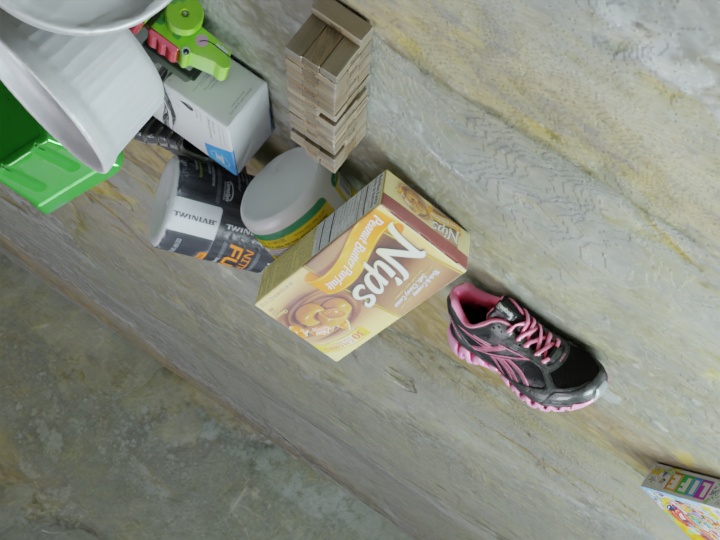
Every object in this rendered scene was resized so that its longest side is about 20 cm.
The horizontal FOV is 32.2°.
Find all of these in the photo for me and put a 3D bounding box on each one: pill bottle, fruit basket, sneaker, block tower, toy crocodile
[{"bbox_3d":[-0.030,-0.027,1.339,0.112,0.113,0.200,17,154,51],"label":"pill bottle"},{"bbox_3d":[-0.330,-0.170,1.397,0.154,0.217,0.216,-25,125,26],"label":"fruit basket"},{"bbox_3d":[0.164,0.072,1.283,0.199,0.079,0.096,25,148,34],"label":"sneaker"},{"bbox_3d":[-0.028,-0.157,1.086,0.054,0.058,0.200,34,162,10],"label":"block tower"},{"bbox_3d":[-0.207,-0.251,1.202,0.199,0.062,0.067,40,164,-7],"label":"toy crocodile"},{"bbox_3d":[-0.130,-0.055,1.409,0.198,0.108,0.106,14,172,-20],"label":"pill bottle"},{"bbox_3d":[-0.216,-0.152,1.473,0.199,0.075,0.116,29,164,26],"label":"sneaker"}]

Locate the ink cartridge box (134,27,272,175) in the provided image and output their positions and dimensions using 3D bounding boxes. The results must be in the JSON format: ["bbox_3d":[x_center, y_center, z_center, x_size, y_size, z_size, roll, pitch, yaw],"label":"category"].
[{"bbox_3d":[-0.191,-0.199,1.298,0.199,0.068,0.116,36,163,12],"label":"ink cartridge box"}]

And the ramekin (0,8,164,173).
[{"bbox_3d":[-0.278,-0.198,1.184,0.200,0.098,0.201,42,166,13],"label":"ramekin"}]

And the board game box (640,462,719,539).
[{"bbox_3d":[0.420,0.298,1.389,0.200,0.034,0.134,45,162,-21],"label":"board game box"}]

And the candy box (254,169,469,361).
[{"bbox_3d":[0.000,0.000,1.241,0.115,0.056,0.199,35,129,-23],"label":"candy box"}]

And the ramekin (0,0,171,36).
[{"bbox_3d":[-0.216,-0.277,0.926,0.202,0.203,0.094,44,170,-22],"label":"ramekin"}]
